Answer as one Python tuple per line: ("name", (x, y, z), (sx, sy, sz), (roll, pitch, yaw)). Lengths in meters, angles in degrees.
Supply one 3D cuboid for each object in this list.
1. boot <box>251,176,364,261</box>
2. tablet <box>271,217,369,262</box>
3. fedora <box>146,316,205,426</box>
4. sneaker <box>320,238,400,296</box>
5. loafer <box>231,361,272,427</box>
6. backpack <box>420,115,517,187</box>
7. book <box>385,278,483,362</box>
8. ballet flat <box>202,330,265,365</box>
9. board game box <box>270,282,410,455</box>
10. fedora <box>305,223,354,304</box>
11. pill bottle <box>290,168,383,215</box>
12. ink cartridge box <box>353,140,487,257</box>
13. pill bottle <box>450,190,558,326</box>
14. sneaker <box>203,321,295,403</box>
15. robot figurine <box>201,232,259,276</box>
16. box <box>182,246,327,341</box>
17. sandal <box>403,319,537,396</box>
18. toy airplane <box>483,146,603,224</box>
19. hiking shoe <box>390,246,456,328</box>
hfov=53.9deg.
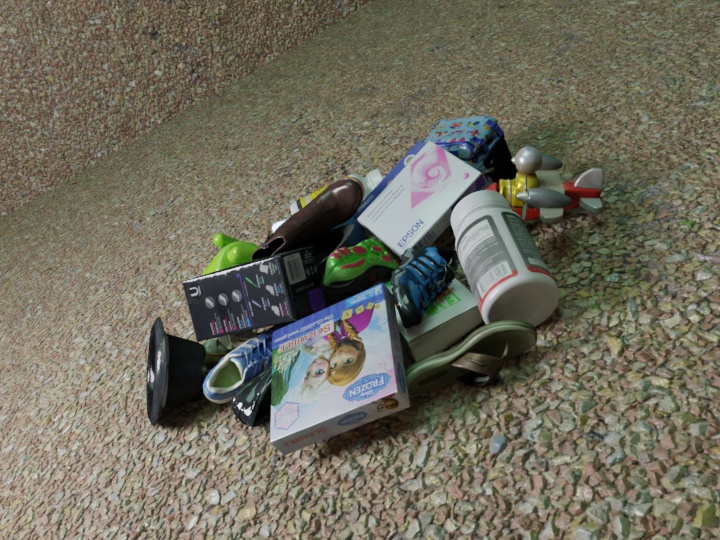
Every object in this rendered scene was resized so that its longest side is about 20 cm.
("boot", (-0.090, -0.081, 1.256), (0.199, 0.073, 0.166), (-33, 7, 33))
("tablet", (-0.076, -0.053, 1.379), (0.197, 0.132, 0.014), (-14, -4, 20))
("fedora", (-0.316, 0.173, 1.218), (0.090, 0.204, 0.201), (4, 23, -20))
("sneaker", (0.000, 0.000, 1.216), (0.198, 0.084, 0.077), (-7, 50, -49))
("loafer", (-0.115, 0.167, 1.119), (0.200, 0.069, 0.070), (-44, 42, -17))
("backpack", (0.175, -0.185, 1.354), (0.181, 0.136, 0.200), (10, 47, 46))
("book", (0.103, 0.057, 1.137), (0.132, 0.049, 0.200), (-30, 27, -6))
("ballet flat", (-0.227, 0.129, 1.264), (0.197, 0.064, 0.069), (-5, 36, 34))
("board game box", (-0.036, 0.136, 1.006), (0.198, 0.041, 0.201), (-25, 41, 16))
("fedora", (-0.068, 0.003, 1.294), (0.198, 0.091, 0.177), (-20, 25, 42))
("pill bottle", (-0.035, -0.127, 1.452), (0.198, 0.113, 0.113), (-26, 30, 4))
("ink cartridge box", (0.091, -0.134, 1.257), (0.197, 0.043, 0.200), (-47, 49, -3))
("pill bottle", (0.206, -0.018, 1.048), (0.112, 0.114, 0.202), (-22, 46, 8))
("sneaker", (-0.168, 0.149, 1.150), (0.199, 0.076, 0.077), (-38, -7, -9))
("robot figurine", (-0.238, 0.017, 1.355), (0.114, 0.179, 0.200), (2, -18, -28))
("box", (-0.173, 0.038, 1.170), (0.197, 0.108, 0.122), (-14, 3, 25))
("sandal", (0.151, 0.132, 0.961), (0.199, 0.080, 0.058), (-28, 46, 11))
("toy airplane", (0.302, -0.140, 1.170), (0.198, 0.143, 0.199), (-32, 24, -23))
("hiking shoe", (0.099, 0.013, 1.086), (0.085, 0.075, 0.201), (-14, 27, 19))
